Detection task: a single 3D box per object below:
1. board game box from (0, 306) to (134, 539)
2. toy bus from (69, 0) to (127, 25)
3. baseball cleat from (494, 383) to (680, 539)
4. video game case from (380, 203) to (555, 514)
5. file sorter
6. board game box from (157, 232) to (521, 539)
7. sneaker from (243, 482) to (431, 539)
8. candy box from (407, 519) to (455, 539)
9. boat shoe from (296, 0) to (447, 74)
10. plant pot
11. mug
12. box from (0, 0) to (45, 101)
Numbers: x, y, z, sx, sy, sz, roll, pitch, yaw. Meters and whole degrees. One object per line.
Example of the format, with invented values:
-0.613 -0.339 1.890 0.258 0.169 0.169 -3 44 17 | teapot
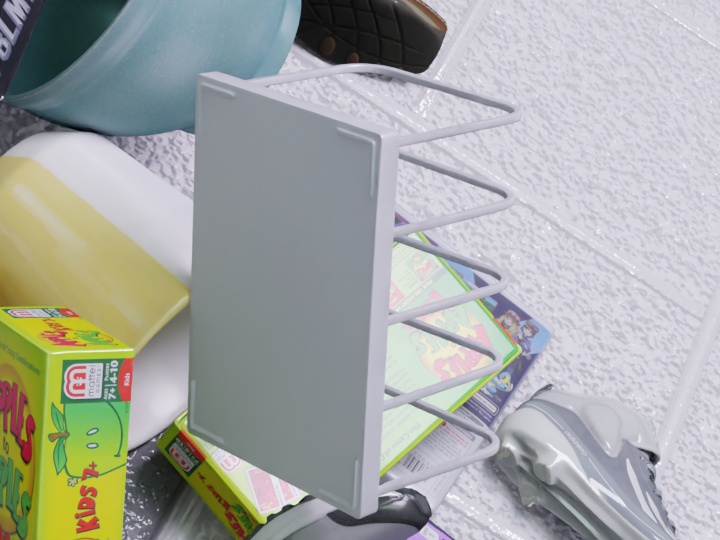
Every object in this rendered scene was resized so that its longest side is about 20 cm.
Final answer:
-0.160 0.127 1.112 0.047 0.101 0.201 -1 102 -27 | board game box
-0.190 -0.195 1.407 0.199 0.065 0.079 27 52 -10 | toy bus
0.176 0.149 1.365 0.200 0.070 0.106 47 50 7 | baseball cleat
0.005 0.036 1.382 0.200 0.023 0.182 38 50 1 | video game case
0.000 0.000 1.152 0.124 0.201 0.138 -16 26 -42 | file sorter
-0.011 0.074 1.290 0.200 0.048 0.102 -40 87 -27 | board game box
-0.044 0.180 1.171 0.080 0.200 0.074 60 8 25 | sneaker
0.066 0.250 1.202 0.200 0.072 0.168 38 28 -2 | candy box
-0.032 -0.203 1.490 0.199 0.076 0.074 24 48 -13 | boat shoe
-0.120 -0.161 1.294 0.134 0.200 0.201 29 46 -36 | plant pot
-0.156 0.000 1.237 0.153 0.150 0.186 44 14 16 | mug
-0.251 -0.143 1.254 0.050 0.198 0.201 42 45 -30 | box
